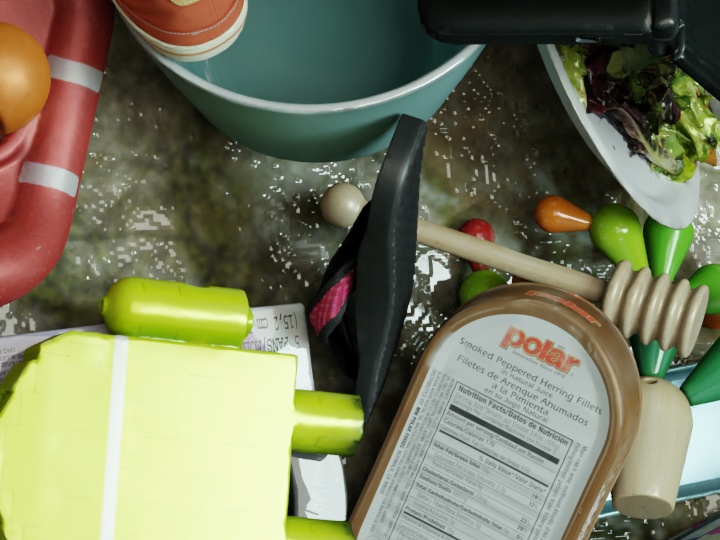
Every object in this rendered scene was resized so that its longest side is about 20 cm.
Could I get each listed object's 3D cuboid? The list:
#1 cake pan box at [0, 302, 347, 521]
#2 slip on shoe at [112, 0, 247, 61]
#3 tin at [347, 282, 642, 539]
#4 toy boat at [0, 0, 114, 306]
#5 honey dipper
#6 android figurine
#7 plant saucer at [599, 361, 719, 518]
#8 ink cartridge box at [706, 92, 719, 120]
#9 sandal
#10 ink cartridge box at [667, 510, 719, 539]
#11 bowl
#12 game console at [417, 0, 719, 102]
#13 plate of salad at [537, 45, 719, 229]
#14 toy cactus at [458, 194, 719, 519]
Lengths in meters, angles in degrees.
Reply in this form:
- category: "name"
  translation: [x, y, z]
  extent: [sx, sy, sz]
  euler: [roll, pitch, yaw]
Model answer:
- category: "cake pan box"
  translation: [-0.106, 0.116, 1.411]
  extent: [0.199, 0.052, 0.186]
  euler: [-5, 88, -20]
- category: "slip on shoe"
  translation: [-0.124, -0.179, 1.351]
  extent: [0.074, 0.061, 0.200]
  euler: [-35, 63, -16]
- category: "tin"
  translation: [0.063, 0.103, 1.423]
  extent: [0.111, 0.042, 0.201]
  euler: [25, 106, 8]
- category: "toy boat"
  translation: [-0.180, -0.081, 1.361]
  extent: [0.130, 0.131, 0.202]
  euler: [14, 80, -17]
- category: "honey dipper"
  translation: [0.072, -0.004, 1.439]
  extent: [0.199, 0.038, 0.038]
  euler: [17, 77, 14]
- category: "android figurine"
  translation: [-0.097, 0.095, 1.368]
  extent: [0.199, 0.041, 0.184]
  euler: [5, 83, -20]
- category: "plant saucer"
  translation: [0.119, 0.093, 1.510]
  extent: [0.199, 0.019, 0.070]
  euler: [-10, 88, -19]
- category: "ink cartridge box"
  translation: [0.207, -0.150, 1.514]
  extent: [0.068, 0.116, 0.201]
  euler: [-32, 95, -19]
- category: "sandal"
  translation: [0.000, 0.000, 1.406]
  extent: [0.045, 0.201, 0.075]
  euler: [13, 47, 6]
- category: "ink cartridge box"
  translation: [0.200, 0.168, 1.463]
  extent: [0.199, 0.145, 0.088]
  euler: [-24, 91, -19]
- category: "bowl"
  translation: [-0.022, -0.133, 1.415]
  extent: [0.199, 0.105, 0.202]
  euler: [0, 60, 0]
- category: "game console"
  translation: [0.125, -0.164, 1.384]
  extent: [0.174, 0.117, 0.201]
  euler: [0, 58, 10]
- category: "plate of salad"
  translation: [0.133, -0.118, 1.460]
  extent: [0.048, 0.200, 0.201]
  euler: [-22, 93, 23]
- category: "toy cactus"
  translation: [0.142, 0.046, 1.474]
  extent: [0.198, 0.102, 0.166]
  euler: [10, 63, -5]
